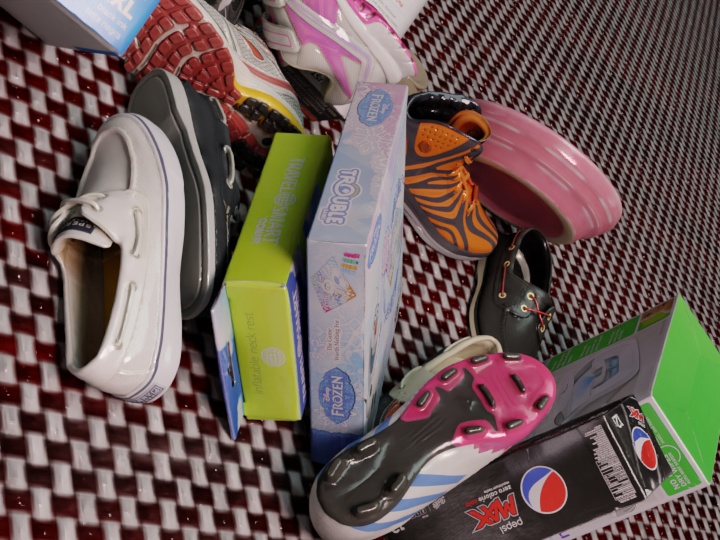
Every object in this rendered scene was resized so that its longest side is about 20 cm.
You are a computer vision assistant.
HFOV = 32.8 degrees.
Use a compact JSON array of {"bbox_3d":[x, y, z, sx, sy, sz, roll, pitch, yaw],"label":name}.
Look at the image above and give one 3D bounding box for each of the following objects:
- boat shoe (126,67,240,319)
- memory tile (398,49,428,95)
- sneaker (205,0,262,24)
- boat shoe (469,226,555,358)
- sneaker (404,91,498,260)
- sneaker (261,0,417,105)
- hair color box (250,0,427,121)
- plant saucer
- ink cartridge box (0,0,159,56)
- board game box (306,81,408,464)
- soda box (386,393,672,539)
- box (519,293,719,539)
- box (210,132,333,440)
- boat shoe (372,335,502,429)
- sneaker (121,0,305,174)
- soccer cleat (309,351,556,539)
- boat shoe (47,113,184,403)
[{"bbox_3d":[-0.111,-0.053,0.840,0.060,0.076,0.200,18,51,-42],"label":"boat shoe"},{"bbox_3d":[-0.006,-0.226,1.203,0.200,0.017,0.153,47,32,-23],"label":"memory tile"},{"bbox_3d":[-0.100,-0.254,1.032,0.086,0.080,0.200,50,36,-38],"label":"sneaker"},{"bbox_3d":[0.149,0.035,1.172,0.074,0.063,0.202,46,34,-28],"label":"boat shoe"},{"bbox_3d":[0.088,-0.087,1.131,0.200,0.112,0.078,37,38,-35],"label":"sneaker"},{"bbox_3d":[-0.045,-0.205,0.954,0.200,0.088,0.081,49,10,-20],"label":"sneaker"},{"bbox_3d":[-0.007,-0.238,1.067,0.102,0.061,0.200,43,70,-27],"label":"hair color box"},{"bbox_3d":[0.162,-0.089,1.214,0.200,0.200,0.051,41,79,-30],"label":"plant saucer"},{"bbox_3d":[-0.151,-0.244,0.779,0.084,0.146,0.200,39,81,-32],"label":"ink cartridge box"},{"bbox_3d":[0.000,0.000,0.879,0.200,0.043,0.199,-75,170,-51],"label":"board game box"},{"bbox_3d":[0.114,0.159,0.870,0.071,0.200,0.063,-15,78,-59],"label":"soda box"},{"bbox_3d":[0.218,0.134,1.073,0.097,0.176,0.200,56,31,-8],"label":"box"},{"bbox_3d":[-0.053,0.007,0.848,0.200,0.048,0.122,-77,166,-50],"label":"box"},{"bbox_3d":[0.060,0.105,0.958,0.071,0.063,0.200,43,28,8],"label":"boat shoe"},{"bbox_3d":[-0.116,-0.158,0.936,0.200,0.078,0.082,47,27,-39],"label":"sneaker"},{"bbox_3d":[0.046,0.122,0.845,0.200,0.086,0.070,-28,68,-24],"label":"soccer cleat"},{"bbox_3d":[-0.156,-0.018,0.753,0.070,0.071,0.200,27,50,-48],"label":"boat shoe"}]
